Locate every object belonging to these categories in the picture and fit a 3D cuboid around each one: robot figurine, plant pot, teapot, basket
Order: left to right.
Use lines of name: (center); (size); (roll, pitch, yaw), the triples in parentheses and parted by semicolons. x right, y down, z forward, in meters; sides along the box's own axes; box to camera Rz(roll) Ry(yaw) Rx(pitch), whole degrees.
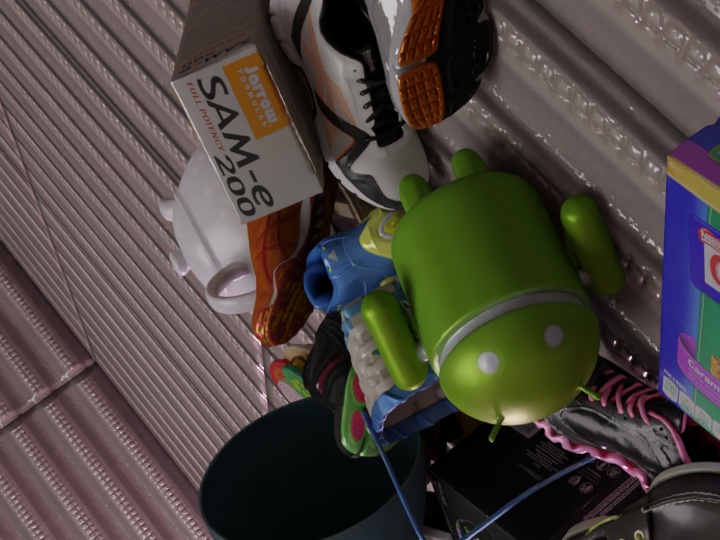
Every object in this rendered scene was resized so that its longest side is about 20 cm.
teapot: (-0.114, -0.039, 1.255); (0.199, 0.145, 0.200); (58, 172, 13)
plant pot: (-0.027, 0.221, 1.150); (0.199, 0.199, 0.136); (28, 143, 52)
basket: (0.078, 0.092, 1.021); (0.201, 0.175, 0.139); (57, 173, 14)
robot figurine: (0.091, 0.016, 0.899); (0.116, 0.174, 0.202); (56, -168, -58)

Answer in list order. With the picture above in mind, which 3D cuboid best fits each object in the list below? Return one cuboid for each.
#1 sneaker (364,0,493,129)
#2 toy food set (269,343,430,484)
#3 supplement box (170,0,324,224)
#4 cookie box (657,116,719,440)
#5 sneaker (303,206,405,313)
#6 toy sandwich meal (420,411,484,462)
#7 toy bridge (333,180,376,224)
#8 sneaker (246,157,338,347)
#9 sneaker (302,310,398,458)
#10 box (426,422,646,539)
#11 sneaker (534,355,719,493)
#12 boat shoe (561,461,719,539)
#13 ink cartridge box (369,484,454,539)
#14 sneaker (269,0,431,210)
sneaker: (0.028, -0.189, 0.845); (0.092, 0.075, 0.202); (45, 153, 46)
toy food set: (-0.011, 0.147, 1.295); (0.198, 0.049, 0.200); (42, 163, 7)
supplement box: (-0.085, -0.142, 1.036); (0.201, 0.073, 0.127); (-95, -18, -62)
cookie box: (0.240, 0.033, 0.681); (0.171, 0.075, 0.201); (41, 156, 36)
sneaker: (0.000, 0.000, 1.121); (0.200, 0.104, 0.076); (84, 166, -69)
toy sandwich meal: (0.079, 0.138, 1.252); (0.205, 0.070, 0.206); (47, 160, 23)
toy bridge: (-0.014, -0.065, 1.202); (0.067, 0.027, 0.202); (18, 139, 58)
sneaker: (-0.067, -0.031, 1.129); (0.076, 0.203, 0.073); (1, 159, 25)
sneaker: (-0.006, 0.100, 1.149); (0.076, 0.084, 0.201); (35, -155, -22)
box: (0.166, 0.235, 1.127); (0.148, 0.124, 0.202); (32, 150, 49)
sneaker: (0.198, 0.103, 0.912); (0.199, 0.079, 0.096); (36, 150, 17)
boat shoe: (0.192, 0.190, 0.886); (0.072, 0.060, 0.201); (49, 141, 3)
ink cartridge box: (0.107, 0.239, 1.268); (0.099, 0.040, 0.199); (6, 171, 39)
sneaker: (0.000, -0.132, 0.989); (0.080, 0.073, 0.201); (7, 130, 62)
